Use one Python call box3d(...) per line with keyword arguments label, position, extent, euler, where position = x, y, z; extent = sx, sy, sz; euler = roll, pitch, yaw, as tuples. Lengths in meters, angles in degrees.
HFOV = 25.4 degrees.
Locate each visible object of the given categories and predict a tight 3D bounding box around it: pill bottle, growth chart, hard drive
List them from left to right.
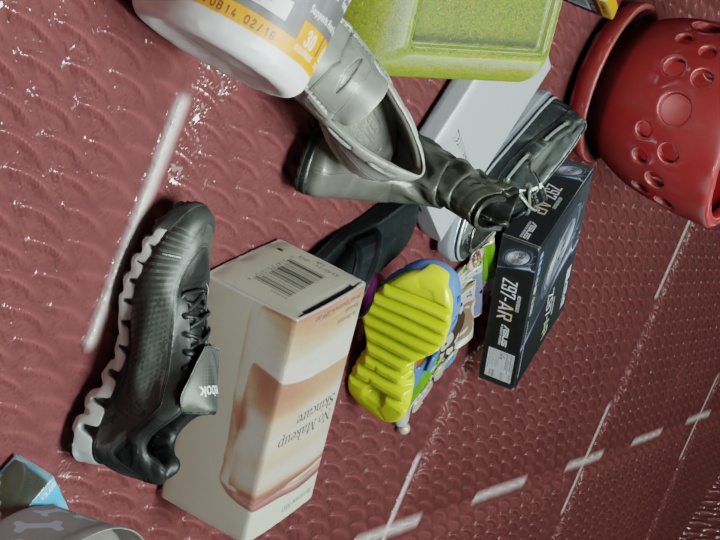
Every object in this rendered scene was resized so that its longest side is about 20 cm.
box3d(label="pill bottle", position=(-0.041, -0.213, 0.933), extent=(0.201, 0.116, 0.116), euler=(-62, 157, -2))
box3d(label="growth chart", position=(0.086, 0.063, 1.613), extent=(0.200, 0.018, 0.145), euler=(-55, 156, -17))
box3d(label="hard drive", position=(0.103, -0.138, 1.426), extent=(0.201, 0.027, 0.132), euler=(-57, 156, -13))

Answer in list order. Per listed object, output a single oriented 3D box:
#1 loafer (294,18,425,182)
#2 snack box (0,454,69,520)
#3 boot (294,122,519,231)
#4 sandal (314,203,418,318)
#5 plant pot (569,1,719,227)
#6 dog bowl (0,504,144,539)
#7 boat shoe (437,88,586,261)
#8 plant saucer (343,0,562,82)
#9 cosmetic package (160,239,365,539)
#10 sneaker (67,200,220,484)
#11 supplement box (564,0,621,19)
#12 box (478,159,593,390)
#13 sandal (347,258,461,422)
box3d(label="loafer", position=(-0.012, -0.132, 1.097), extent=(0.070, 0.070, 0.200), euler=(-56, 139, -14))
box3d(label="snack box", position=(-0.261, 0.228, 1.030), extent=(0.200, 0.037, 0.117), euler=(-51, 153, -27))
box3d(label="boot", position=(0.045, -0.072, 1.240), extent=(0.200, 0.130, 0.068), euler=(-12, 126, -61))
box3d(label="sandal", position=(0.000, -0.001, 1.325), extent=(0.200, 0.048, 0.076), euler=(-43, 150, -41))
box3d(label="plant pot", position=(0.325, -0.168, 1.660), extent=(0.200, 0.182, 0.201), euler=(-46, 149, -38))
box3d(label="dog bowl", position=(-0.218, 0.239, 1.011), extent=(0.200, 0.058, 0.201), euler=(-45, 150, -35))
box3d(label="boat shoe", position=(0.146, -0.087, 1.512), extent=(0.201, 0.071, 0.072), euler=(-56, 156, -15))
box3d(label="plant saucer", position=(0.088, -0.229, 1.161), extent=(0.199, 0.048, 0.201), euler=(-3, 116, -37))
box3d(label="cosmetic package", position=(-0.075, 0.092, 1.215), extent=(0.103, 0.087, 0.201), euler=(-30, 140, -53))
box3d(label="sneaker", position=(-0.124, 0.055, 1.070), extent=(0.066, 0.090, 0.201), euler=(-3, 117, -65))
box3d(label="supplement box", position=(0.215, -0.328, 1.359), extent=(0.201, 0.085, 0.110), euler=(-67, 170, 5))
box3d(label="box", position=(0.186, 0.003, 1.700), extent=(0.160, 0.043, 0.201), euler=(-51, 155, -46))
box3d(label="sandal", position=(0.045, 0.049, 1.428), extent=(0.087, 0.079, 0.200), euler=(-50, 172, -37))
